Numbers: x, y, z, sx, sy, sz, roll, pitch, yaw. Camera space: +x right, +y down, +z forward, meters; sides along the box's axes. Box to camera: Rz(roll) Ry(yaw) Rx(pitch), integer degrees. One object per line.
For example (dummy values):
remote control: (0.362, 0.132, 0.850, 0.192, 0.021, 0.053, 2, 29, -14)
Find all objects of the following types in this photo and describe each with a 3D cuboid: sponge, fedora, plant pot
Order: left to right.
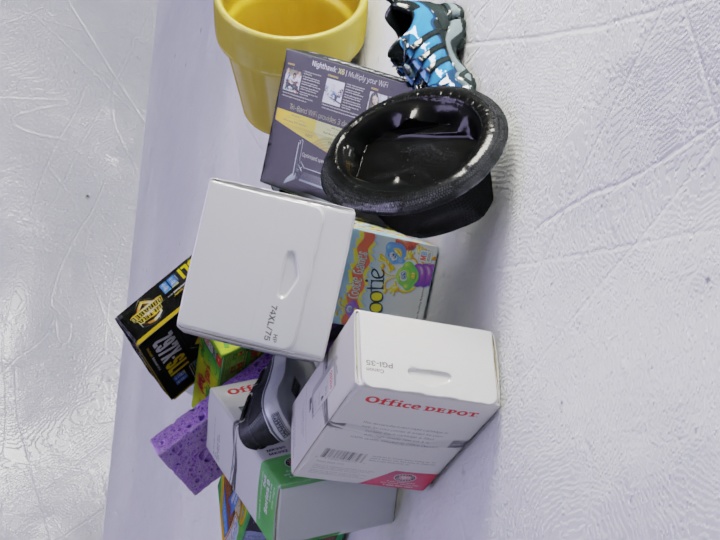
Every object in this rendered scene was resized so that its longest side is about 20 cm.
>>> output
sponge: (-0.134, 0.165, 1.866, 0.030, 0.199, 0.112, 51, 175, 37)
plant pot: (-0.091, -0.286, 2.156, 0.202, 0.198, 0.190, -99, 8, -46)
fedora: (0.063, -0.093, 1.610, 0.202, 0.199, 0.092, -102, -13, -50)

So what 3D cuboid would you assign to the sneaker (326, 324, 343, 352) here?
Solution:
sneaker: (-0.030, 0.097, 1.900, 0.201, 0.082, 0.081, -106, 30, -54)

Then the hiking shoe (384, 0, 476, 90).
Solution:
hiking shoe: (0.068, -0.205, 1.724, 0.075, 0.086, 0.201, 116, 157, -44)

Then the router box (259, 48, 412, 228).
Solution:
router box: (-0.013, -0.149, 1.844, 0.199, 0.052, 0.159, 22, 105, 36)

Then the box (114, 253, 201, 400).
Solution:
box: (-0.182, 0.052, 1.847, 0.049, 0.159, 0.200, 48, 169, 19)

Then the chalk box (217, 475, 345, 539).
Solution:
chalk box: (-0.091, 0.290, 1.929, 0.201, 0.123, 0.125, -100, 25, -50)

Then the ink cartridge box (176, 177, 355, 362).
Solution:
ink cartridge box: (-0.094, 0.004, 1.615, 0.200, 0.144, 0.148, 143, 140, -84)

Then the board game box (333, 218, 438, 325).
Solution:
board game box: (0.000, 0.000, 1.813, 0.200, 0.102, 0.106, -149, 71, -73)

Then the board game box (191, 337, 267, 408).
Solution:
board game box: (-0.135, 0.107, 1.892, 0.048, 0.101, 0.201, 54, 155, 21)

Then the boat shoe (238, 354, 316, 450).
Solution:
boat shoe: (-0.088, 0.128, 1.724, 0.069, 0.056, 0.200, 60, -166, -12)

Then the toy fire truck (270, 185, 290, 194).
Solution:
toy fire truck: (-0.040, -0.062, 2.001, 0.202, 0.127, 0.176, 68, 162, 6)

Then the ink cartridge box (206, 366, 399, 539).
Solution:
ink cartridge box: (-0.065, 0.195, 1.761, 0.200, 0.144, 0.085, 45, 138, 51)

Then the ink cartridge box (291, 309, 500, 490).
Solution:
ink cartridge box: (0.030, 0.128, 1.568, 0.200, 0.145, 0.084, 123, 151, -53)

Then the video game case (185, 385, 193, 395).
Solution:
video game case: (-0.162, 0.029, 2.041, 0.183, 0.022, 0.201, -62, -9, -50)
